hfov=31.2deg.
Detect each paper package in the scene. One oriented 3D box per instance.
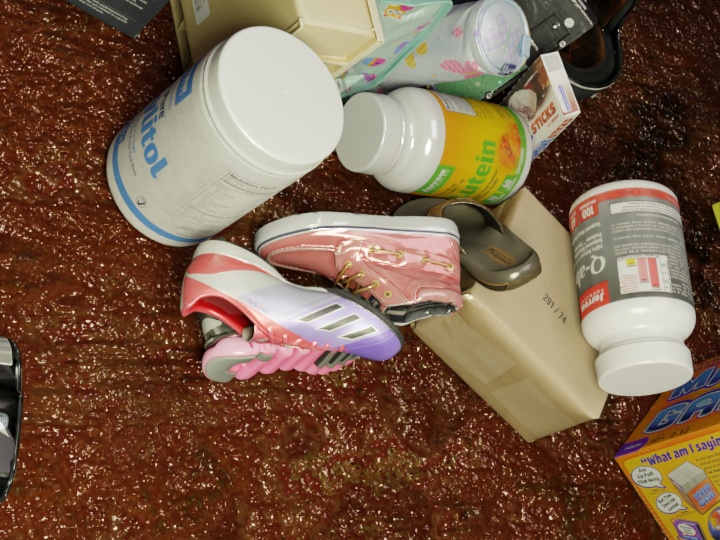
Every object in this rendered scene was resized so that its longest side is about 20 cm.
[{"bbox_3d":[0.179,0.048,1.373,0.200,0.103,0.191,44,48,-14],"label":"paper package"}]

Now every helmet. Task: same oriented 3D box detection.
[{"bbox_3d":[0.223,-0.299,1.516,0.200,0.191,0.200,10,36,-7],"label":"helmet"}]

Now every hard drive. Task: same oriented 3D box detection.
[{"bbox_3d":[0.142,-0.273,1.428,0.140,0.200,0.038,52,29,-7],"label":"hard drive"}]

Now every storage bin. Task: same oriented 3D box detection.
[{"bbox_3d":[-0.093,-0.266,1.227,0.094,0.199,0.200,1,69,-41],"label":"storage bin"}]

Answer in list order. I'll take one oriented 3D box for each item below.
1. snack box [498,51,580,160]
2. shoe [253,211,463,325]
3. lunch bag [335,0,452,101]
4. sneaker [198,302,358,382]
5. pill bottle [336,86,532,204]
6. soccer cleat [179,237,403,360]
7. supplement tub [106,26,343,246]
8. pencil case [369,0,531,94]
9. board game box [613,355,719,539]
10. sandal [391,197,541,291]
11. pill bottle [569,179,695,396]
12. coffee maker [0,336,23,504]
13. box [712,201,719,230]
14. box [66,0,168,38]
[{"bbox_3d":[0.185,-0.166,1.419,0.024,0.200,0.072,-16,79,-16],"label":"snack box"},{"bbox_3d":[0.000,0.000,1.225,0.200,0.071,0.091,0,65,-9],"label":"shoe"},{"bbox_3d":[-0.011,-0.285,1.311,0.122,0.200,0.170,-5,70,-27],"label":"lunch bag"},{"bbox_3d":[-0.066,0.046,1.196,0.200,0.079,0.095,1,58,-41],"label":"sneaker"},{"bbox_3d":[0.076,-0.133,1.366,0.200,0.111,0.111,5,67,-38],"label":"pill bottle"},{"bbox_3d":[-0.060,0.043,1.115,0.200,0.068,0.073,25,55,-8],"label":"soccer cleat"},{"bbox_3d":[-0.123,-0.112,1.127,0.132,0.200,0.132,18,59,-33],"label":"supplement tub"},{"bbox_3d":[0.082,-0.235,1.356,0.091,0.200,0.083,-6,94,-45],"label":"pencil case"},{"bbox_3d":[0.454,0.213,1.456,0.200,0.200,0.200,56,46,-5],"label":"board game box"},{"bbox_3d":[0.102,-0.038,1.295,0.082,0.200,0.055,-33,126,-16],"label":"sandal"},{"bbox_3d":[0.280,0.018,1.321,0.116,0.116,0.200,17,58,-34],"label":"pill bottle"},{"bbox_3d":[-0.351,0.120,0.894,0.200,0.135,0.192,18,83,-32],"label":"coffee maker"},{"bbox_3d":[0.559,-0.044,1.775,0.200,0.048,0.117,0,70,-43],"label":"box"},{"bbox_3d":[-0.234,-0.335,1.154,0.200,0.182,0.104,28,54,-28],"label":"box"}]
